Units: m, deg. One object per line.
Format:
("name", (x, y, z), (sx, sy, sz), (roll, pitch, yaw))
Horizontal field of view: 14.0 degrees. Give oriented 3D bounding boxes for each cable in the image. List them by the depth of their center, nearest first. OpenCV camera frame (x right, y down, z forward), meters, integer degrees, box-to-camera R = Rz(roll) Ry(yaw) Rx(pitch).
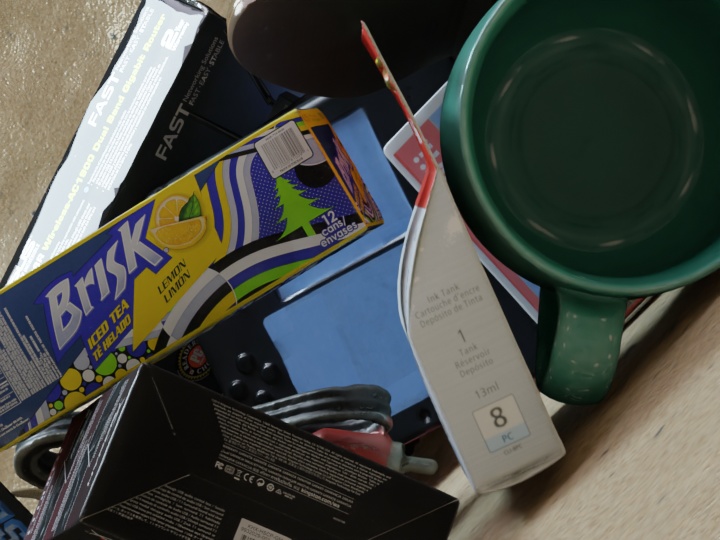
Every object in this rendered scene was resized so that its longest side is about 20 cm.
("cable", (-0.061, 0.090, 1.372), (0.097, 0.199, 0.051), (107, 162, -53))

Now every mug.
("mug", (0.101, -0.051, 1.303), (0.185, 0.152, 0.114), (-47, 2, -5))

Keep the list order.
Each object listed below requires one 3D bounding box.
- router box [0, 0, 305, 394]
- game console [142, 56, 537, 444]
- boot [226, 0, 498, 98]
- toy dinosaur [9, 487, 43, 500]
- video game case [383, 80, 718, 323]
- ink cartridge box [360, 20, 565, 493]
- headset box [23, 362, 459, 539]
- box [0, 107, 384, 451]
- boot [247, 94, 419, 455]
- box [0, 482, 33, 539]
("router box", (-0.091, -0.033, 1.587), (0.062, 0.150, 0.201), (25, 89, 47))
("game console", (0.000, 0.000, 1.478), (0.200, 0.177, 0.031), (-28, 0, 25))
("boot", (0.007, -0.136, 1.396), (0.199, 0.076, 0.074), (-13, -41, -39))
("toy dinosaur", (-0.097, 0.148, 1.586), (0.058, 0.200, 0.101), (31, 77, 43))
("video game case", (0.125, -0.076, 1.385), (0.200, 0.143, 0.017), (-46, -14, 14))
("ink cartridge box", (0.026, -0.007, 1.283), (0.047, 0.201, 0.160), (-25, 2, 1))
("headset box", (-0.061, 0.115, 1.284), (0.200, 0.148, 0.078), (145, 148, -73))
("box", (-0.091, 0.004, 1.312), (0.199, 0.064, 0.070), (-30, 0, 8))
("boot", (-0.022, 0.018, 1.579), (0.165, 0.200, 0.066), (-47, 43, -13))
("box", (-0.193, 0.153, 1.567), (0.050, 0.200, 0.198), (-45, 4, -13))
